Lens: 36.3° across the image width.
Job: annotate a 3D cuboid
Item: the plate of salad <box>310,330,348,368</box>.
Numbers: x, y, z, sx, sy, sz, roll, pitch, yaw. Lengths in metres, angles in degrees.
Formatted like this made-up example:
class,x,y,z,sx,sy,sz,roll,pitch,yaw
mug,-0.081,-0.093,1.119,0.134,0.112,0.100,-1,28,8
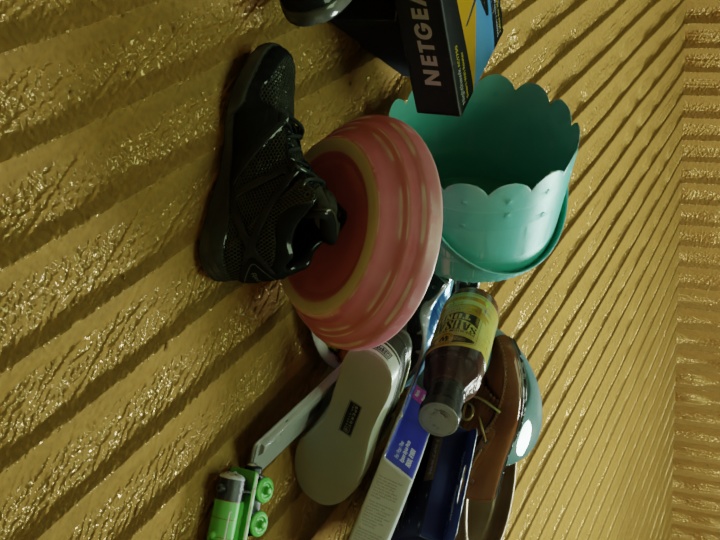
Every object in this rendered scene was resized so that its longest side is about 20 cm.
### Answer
class,x,y,z,sx,sy,sz,roll,pitch,yaw
plate of salad,0.000,0.000,1.105,0.200,0.048,0.202,-24,117,-61

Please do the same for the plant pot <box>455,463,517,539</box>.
class,x,y,z,sx,sy,sz,roll,pitch,yaw
plant pot,0.125,0.264,1.380,0.201,0.092,0.203,6,90,-66

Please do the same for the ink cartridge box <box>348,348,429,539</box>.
class,x,y,z,sx,sy,sz,roll,pitch,yaw
ink cartridge box,0.036,0.202,1.106,0.196,0.043,0.201,-52,165,-71

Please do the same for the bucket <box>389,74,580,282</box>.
class,x,y,z,sx,sy,sz,roll,pitch,yaw
bucket,0.122,-0.094,1.139,0.136,0.206,0.208,90,23,-43

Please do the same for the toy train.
class,x,y,z,sx,sy,sz,roll,pitch,yaw
toy train,-0.116,0.262,0.924,0.056,0.041,0.202,20,77,-54

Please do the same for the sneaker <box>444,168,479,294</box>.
class,x,y,z,sx,sy,sz,roll,pitch,yaw
sneaker,0.114,-0.048,1.312,0.085,0.076,0.202,-47,138,-63

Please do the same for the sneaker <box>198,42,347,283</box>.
class,x,y,z,sx,sy,sz,roll,pitch,yaw
sneaker,-0.057,-0.086,0.888,0.076,0.113,0.201,37,60,-63

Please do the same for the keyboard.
class,x,y,z,sx,sy,sz,roll,pitch,yaw
keyboard,-0.042,0.125,1.030,0.200,0.011,0.056,-40,161,-44

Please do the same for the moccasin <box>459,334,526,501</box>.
class,x,y,z,sx,sy,sz,roll,pitch,yaw
moccasin,0.133,0.162,1.212,0.074,0.077,0.203,-98,-162,-58

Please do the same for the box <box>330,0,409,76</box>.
class,x,y,z,sx,sy,sz,roll,pitch,yaw
box,0.049,-0.289,1.111,0.200,0.078,0.143,16,78,-65

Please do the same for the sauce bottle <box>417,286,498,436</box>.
class,x,y,z,sx,sy,sz,roll,pitch,yaw
sauce bottle,0.099,0.091,1.117,0.200,0.065,0.067,-66,152,-58

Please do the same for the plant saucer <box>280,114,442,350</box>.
class,x,y,z,sx,sy,sz,roll,pitch,yaw
plant saucer,-0.012,-0.034,0.929,0.051,0.200,0.203,8,88,-36

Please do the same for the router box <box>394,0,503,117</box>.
class,x,y,z,sx,sy,sz,roll,pitch,yaw
router box,0.082,-0.270,1.034,0.201,0.051,0.150,74,33,-43

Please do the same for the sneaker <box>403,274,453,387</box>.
class,x,y,z,sx,sy,sz,roll,pitch,yaw
sneaker,0.062,0.041,1.237,0.201,0.078,0.090,-66,160,-16

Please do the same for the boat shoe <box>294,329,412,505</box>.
class,x,y,z,sx,sy,sz,roll,pitch,yaw
boat shoe,-0.001,0.140,1.033,0.064,0.071,0.201,-33,154,-52

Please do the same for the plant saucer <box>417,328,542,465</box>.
class,x,y,z,sx,sy,sz,roll,pitch,yaw
plant saucer,0.150,0.133,1.316,0.200,0.039,0.202,18,54,-26

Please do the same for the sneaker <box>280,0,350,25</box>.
class,x,y,z,sx,sy,sz,roll,pitch,yaw
sneaker,-0.036,-0.301,0.915,0.114,0.076,0.201,60,40,-49

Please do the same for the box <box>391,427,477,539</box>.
class,x,y,z,sx,sy,sz,roll,pitch,yaw
box,0.070,0.236,1.198,0.200,0.032,0.122,137,-30,-68
